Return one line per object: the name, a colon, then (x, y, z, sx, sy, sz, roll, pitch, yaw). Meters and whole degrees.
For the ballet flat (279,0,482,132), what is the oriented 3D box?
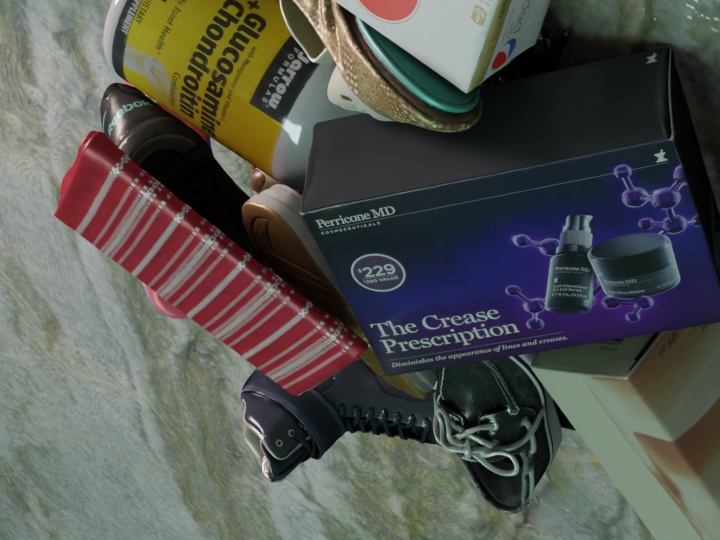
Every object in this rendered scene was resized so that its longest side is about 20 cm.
ballet flat: (0.001, -0.126, 0.911, 0.065, 0.070, 0.200, -58, 45, 34)

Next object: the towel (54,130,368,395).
towel: (-0.094, -0.002, 1.001, 0.200, 0.022, 0.145, 38, 160, -5)

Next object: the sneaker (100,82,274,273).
sneaker: (-0.109, -0.047, 1.093, 0.079, 0.075, 0.200, 51, 172, 38)

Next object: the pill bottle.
pill bottle: (-0.047, -0.118, 1.016, 0.200, 0.112, 0.112, 33, 155, 13)

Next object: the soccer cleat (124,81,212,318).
soccer cleat: (-0.132, -0.066, 1.189, 0.076, 0.067, 0.200, 169, 94, -79)

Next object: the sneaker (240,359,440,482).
sneaker: (0.000, 0.127, 1.333, 0.202, 0.146, 0.077, 32, 153, 13)

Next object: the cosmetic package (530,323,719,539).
cosmetic package: (0.207, 0.095, 1.034, 0.087, 0.103, 0.200, 5, 139, 53)

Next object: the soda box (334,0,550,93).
soda box: (0.004, -0.180, 0.862, 0.200, 0.064, 0.068, 37, 141, 17)

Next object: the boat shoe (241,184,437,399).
boat shoe: (0.000, 0.000, 1.043, 0.071, 0.069, 0.200, 27, 164, 44)

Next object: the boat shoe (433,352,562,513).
boat shoe: (0.079, 0.092, 1.062, 0.074, 0.068, 0.199, 14, 153, 19)

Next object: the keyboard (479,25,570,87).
keyboard: (0.068, -0.121, 0.937, 0.104, 0.040, 0.200, 26, 153, 29)

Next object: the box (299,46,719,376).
box: (0.087, -0.027, 0.917, 0.200, 0.079, 0.141, -11, 131, 19)

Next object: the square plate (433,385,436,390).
square plate: (-0.018, 0.019, 1.214, 0.200, 0.028, 0.198, 32, 172, 46)

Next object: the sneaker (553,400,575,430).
sneaker: (0.114, 0.038, 1.074, 0.200, 0.076, 0.088, 52, 169, -25)

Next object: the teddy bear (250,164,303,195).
teddy bear: (-0.005, -0.029, 1.138, 0.200, 0.067, 0.145, 47, 176, -24)
